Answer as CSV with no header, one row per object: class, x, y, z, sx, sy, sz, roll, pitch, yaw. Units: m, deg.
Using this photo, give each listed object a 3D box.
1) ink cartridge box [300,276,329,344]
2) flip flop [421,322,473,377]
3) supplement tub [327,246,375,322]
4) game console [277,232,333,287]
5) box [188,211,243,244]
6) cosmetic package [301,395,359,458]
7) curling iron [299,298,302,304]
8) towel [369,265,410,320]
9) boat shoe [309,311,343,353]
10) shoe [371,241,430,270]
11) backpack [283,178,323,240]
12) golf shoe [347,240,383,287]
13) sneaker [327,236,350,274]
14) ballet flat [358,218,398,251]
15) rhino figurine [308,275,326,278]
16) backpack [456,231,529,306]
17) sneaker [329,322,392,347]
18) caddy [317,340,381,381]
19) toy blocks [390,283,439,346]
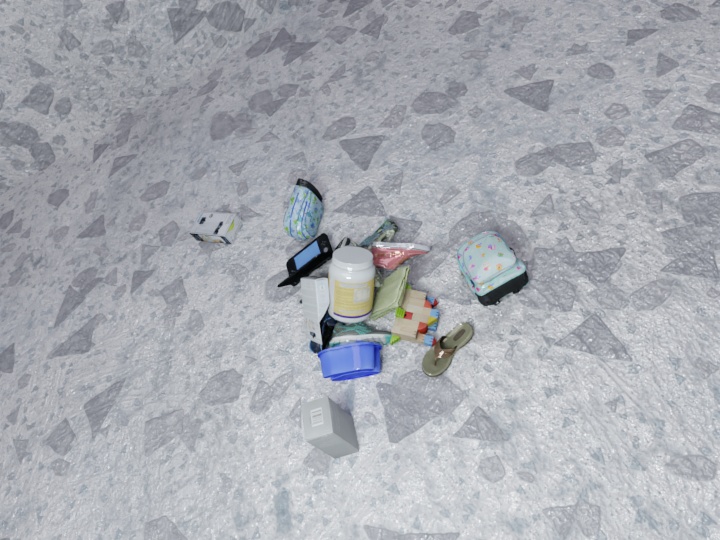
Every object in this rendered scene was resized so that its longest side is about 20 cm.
ink cartridge box,-0.139,0.122,1.612,0.047,0.202,0.160,-7,4,-23
flip flop,0.251,0.224,1.491,0.200,0.058,0.081,-43,53,-8
supplement tub,-0.028,0.043,1.570,0.144,0.201,0.146,3,27,-2
game console,-0.204,-0.039,1.795,0.199,0.116,0.177,-35,50,18
box,-0.600,-0.180,2.120,0.199,0.060,0.117,8,62,27
cosmetic package,-0.081,0.436,1.408,0.090,0.200,0.107,-20,50,8
curling iron,-0.156,0.087,1.714,0.199,0.025,0.050,-21,73,51
towel,0.089,0.072,1.602,0.036,0.200,0.149,26,62,-14
boat shoe,-0.096,0.180,1.662,0.068,0.084,0.201,5,73,47
shoe,0.133,-0.046,1.719,0.198,0.071,0.092,3,89,6
backpack,-0.214,-0.214,1.923,0.153,0.163,0.201,29,79,20
golf shoe,0.000,0.000,1.681,0.097,0.078,0.200,-42,51,9
sneaker,-0.058,-0.035,1.798,0.074,0.080,0.201,-48,22,45
ballet flat,0.056,-0.099,1.779,0.200,0.074,0.074,-45,53,-10
rhino figurine,-0.101,0.060,1.731,0.199,0.088,0.060,7,62,27
backpack,0.384,-0.020,1.540,0.175,0.153,0.201,-32,45,7
sneaker,0.002,0.194,1.597,0.198,0.078,0.092,-3,55,5
caddy,-0.031,0.262,1.528,0.199,0.141,0.106,-13,66,14
toy blocks,0.181,0.144,1.565,0.136,0.100,0.201,11,64,15
